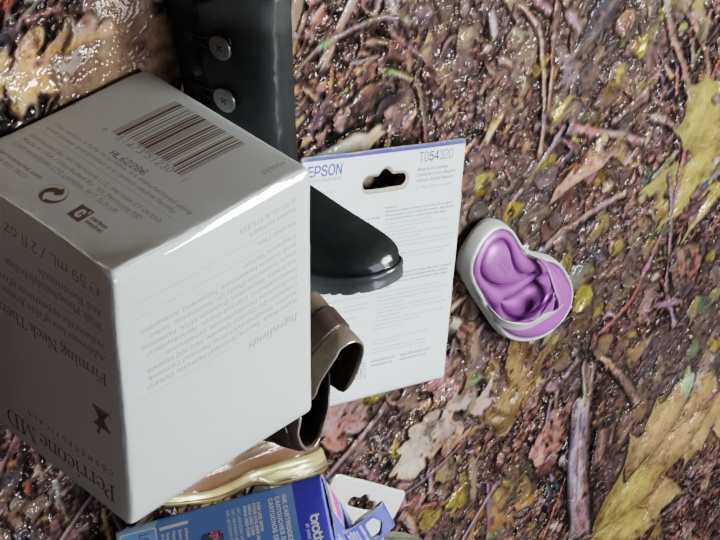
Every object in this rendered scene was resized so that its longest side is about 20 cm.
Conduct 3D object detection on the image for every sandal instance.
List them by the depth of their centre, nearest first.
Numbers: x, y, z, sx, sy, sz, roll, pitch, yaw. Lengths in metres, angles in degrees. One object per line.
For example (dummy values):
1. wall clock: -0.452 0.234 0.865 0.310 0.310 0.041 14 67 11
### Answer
1. sandal: 0.142 0.020 1.787 0.083 0.050 0.202 -58 146 0

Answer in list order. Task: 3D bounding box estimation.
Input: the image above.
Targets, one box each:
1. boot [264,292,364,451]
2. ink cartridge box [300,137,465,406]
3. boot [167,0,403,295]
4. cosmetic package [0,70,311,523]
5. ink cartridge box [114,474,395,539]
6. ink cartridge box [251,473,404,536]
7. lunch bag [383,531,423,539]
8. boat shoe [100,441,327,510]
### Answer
1. boot: -0.054 0.022 1.462 0.070 0.146 0.202 -8 122 -45
2. ink cartridge box: 0.000 0.000 1.594 0.195 0.043 0.202 -10 108 -48
3. boot: -0.049 -0.095 1.350 0.066 0.164 0.202 -36 132 -51
4. cosmetic package: -0.143 0.014 1.328 0.166 0.167 0.201 -31 136 -35
5. ink cartridge box: -0.070 0.227 1.556 0.198 0.077 0.137 -14 151 6
6. ink cartridge box: -0.058 0.246 1.695 0.116 0.066 0.201 22 98 -54
7. lunch bag: 0.058 0.305 1.798 0.199 0.163 0.119 13 100 -53
8. boat shoe: -0.114 0.139 1.557 0.199 0.072 0.068 -11 91 -39
